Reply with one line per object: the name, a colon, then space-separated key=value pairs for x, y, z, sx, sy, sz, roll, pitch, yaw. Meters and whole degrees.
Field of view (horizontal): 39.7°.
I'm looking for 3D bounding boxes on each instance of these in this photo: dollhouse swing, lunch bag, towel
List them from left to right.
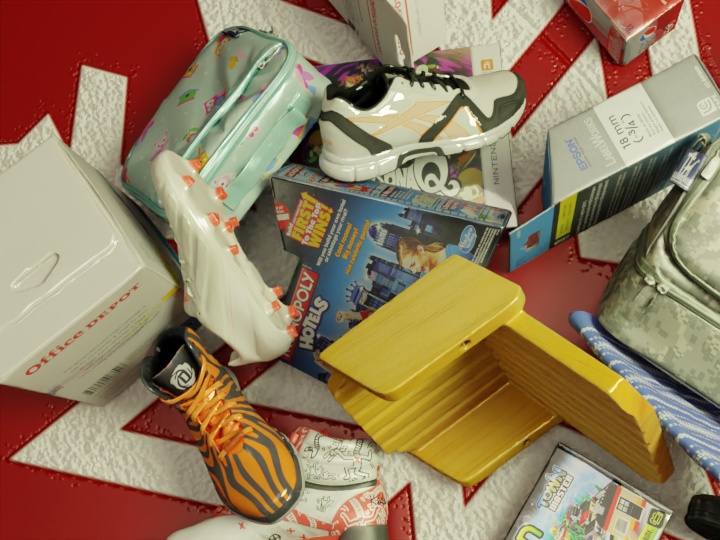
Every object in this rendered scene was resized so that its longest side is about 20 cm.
lunch bag: x=-0.122 y=-0.128 z=0.902 sx=0.201 sy=0.077 sz=0.160 roll=-54 pitch=36 yaw=-3
dollhouse swing: x=0.107 y=0.121 z=0.759 sx=0.181 sy=0.200 sz=0.176 roll=-36 pitch=53 yaw=0
towel: x=0.253 y=0.104 z=0.758 sx=0.024 sy=0.144 sz=0.200 roll=-56 pitch=34 yaw=16
lunch bag: x=0.305 y=0.010 z=0.778 sx=0.199 sy=0.139 sz=0.169 roll=35 pitch=114 yaw=10

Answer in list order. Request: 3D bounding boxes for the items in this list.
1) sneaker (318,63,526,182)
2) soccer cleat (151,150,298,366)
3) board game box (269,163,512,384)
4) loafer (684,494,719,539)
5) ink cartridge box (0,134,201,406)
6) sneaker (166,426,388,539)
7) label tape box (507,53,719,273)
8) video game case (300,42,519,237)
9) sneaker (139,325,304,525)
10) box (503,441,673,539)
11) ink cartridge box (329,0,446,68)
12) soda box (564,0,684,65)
sneaker: x=0.056 y=-0.141 z=0.854 sx=0.198 sy=0.081 sz=0.074 roll=-20 pitch=36 yaw=-16
soccer cleat: x=-0.124 y=-0.003 z=0.819 sx=0.077 sy=0.070 sz=0.201 roll=-25 pitch=114 yaw=13
board game box: x=0.000 y=0.000 z=0.870 sx=0.198 sy=0.062 sz=0.202 roll=27 pitch=111 yaw=8
loafer: x=0.361 y=0.198 z=0.802 sx=0.197 sy=0.073 sz=0.073 roll=10 pitch=70 yaw=1
ink cartridge box: x=-0.245 y=0.009 z=0.864 sx=0.147 sy=0.200 sz=0.145 roll=-38 pitch=75 yaw=-2
sneaker: x=-0.076 y=0.197 z=0.867 sx=0.198 sy=0.067 sz=0.109 roll=-6 pitch=71 yaw=8
label tape box: x=0.200 y=-0.086 z=0.847 sx=0.198 sy=0.144 sz=0.064 roll=-27 pitch=74 yaw=1
video game case: x=0.042 y=-0.112 z=0.933 sx=0.197 sy=0.036 sz=0.184 roll=-5 pitch=76 yaw=7
sneaker: x=-0.127 y=0.122 z=0.828 sx=0.077 sy=0.112 sz=0.200 roll=-42 pitch=47 yaw=-7
box: x=0.163 y=0.259 z=0.830 sx=0.109 sy=0.035 sz=0.201 roll=29 pitch=83 yaw=14
ink cartridge box: x=0.018 y=-0.266 z=0.910 sx=0.067 sy=0.116 sz=0.201 roll=-32 pitch=63 yaw=-8
soda box: x=0.212 y=-0.294 z=0.935 sx=0.070 sy=0.063 sz=0.201 roll=-35 pitch=75 yaw=0
